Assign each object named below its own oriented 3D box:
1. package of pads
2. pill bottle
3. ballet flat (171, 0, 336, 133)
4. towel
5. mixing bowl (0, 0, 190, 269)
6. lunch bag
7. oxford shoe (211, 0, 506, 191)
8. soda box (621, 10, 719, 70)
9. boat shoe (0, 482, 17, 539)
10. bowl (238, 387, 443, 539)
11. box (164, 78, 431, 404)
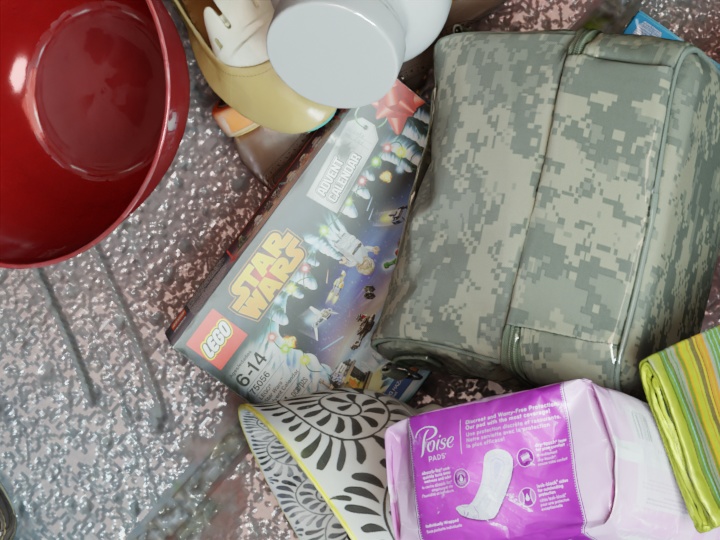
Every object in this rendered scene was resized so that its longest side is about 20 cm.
[{"bbox_3d":[0.111,0.109,0.960,0.120,0.199,0.076,-15,71,28],"label":"package of pads"},{"bbox_3d":[0.009,-0.185,1.074,0.103,0.105,0.201,13,50,6],"label":"pill bottle"},{"bbox_3d":[-0.080,-0.154,1.119,0.068,0.063,0.200,-37,54,-3],"label":"ballet flat"},{"bbox_3d":[0.221,0.053,0.947,0.199,0.018,0.087,-20,90,-34],"label":"towel"},{"bbox_3d":[-0.174,-0.104,1.130,0.198,0.108,0.202,2,94,23],"label":"mixing bowl"},{"bbox_3d":[0.099,-0.029,1.032,0.166,0.139,0.202,9,81,25],"label":"lunch bag"},{"bbox_3d":[0.012,-0.119,1.157,0.199,0.071,0.073,-31,106,4],"label":"oxford shoe"},{"bbox_3d":[0.223,-0.064,1.123,0.199,0.068,0.064,36,87,7],"label":"soda box"},{"bbox_3d":[-0.294,0.109,1.152,0.199,0.073,0.075,35,89,7],"label":"boat shoe"},{"bbox_3d":[0.025,0.134,1.052,0.094,0.201,0.202,-31,83,-13],"label":"bowl"},{"bbox_3d":[0.000,0.000,1.124,0.137,0.040,0.201,36,92,-17],"label":"box"}]
